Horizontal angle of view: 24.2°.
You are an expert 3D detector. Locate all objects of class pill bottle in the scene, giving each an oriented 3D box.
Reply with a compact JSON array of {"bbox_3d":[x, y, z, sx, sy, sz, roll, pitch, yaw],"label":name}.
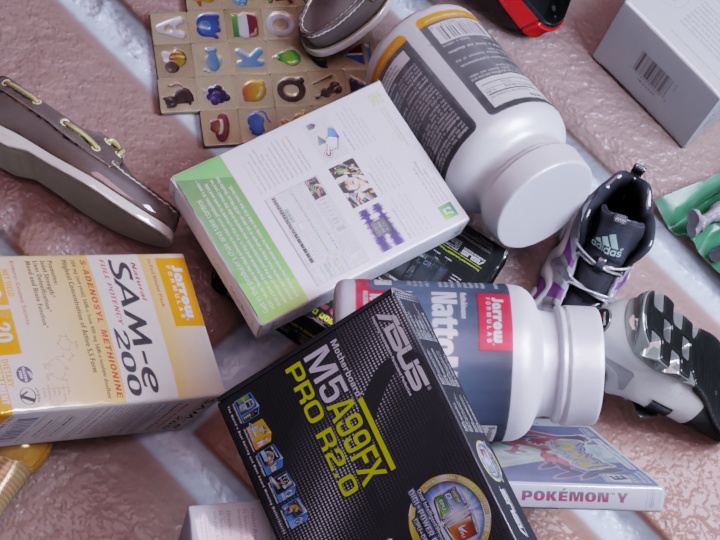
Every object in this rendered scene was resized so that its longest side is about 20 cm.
[{"bbox_3d":[0.099,-0.120,1.399,0.116,0.117,0.200,-23,56,-20],"label":"pill bottle"},{"bbox_3d":[0.078,0.068,1.264,0.199,0.120,0.120,1,66,-2],"label":"pill bottle"}]

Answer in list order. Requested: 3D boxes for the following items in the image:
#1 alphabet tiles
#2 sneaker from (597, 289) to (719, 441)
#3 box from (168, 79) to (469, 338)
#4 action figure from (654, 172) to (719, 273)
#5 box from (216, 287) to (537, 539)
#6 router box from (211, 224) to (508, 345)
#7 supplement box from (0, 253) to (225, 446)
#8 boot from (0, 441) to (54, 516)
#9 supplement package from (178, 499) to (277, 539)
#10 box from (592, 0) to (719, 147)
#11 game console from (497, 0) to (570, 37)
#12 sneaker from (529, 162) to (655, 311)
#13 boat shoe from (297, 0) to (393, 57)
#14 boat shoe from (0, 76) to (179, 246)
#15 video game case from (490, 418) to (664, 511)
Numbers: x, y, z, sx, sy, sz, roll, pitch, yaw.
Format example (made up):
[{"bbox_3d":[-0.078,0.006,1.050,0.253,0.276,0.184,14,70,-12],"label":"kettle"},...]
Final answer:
[{"bbox_3d":[-0.082,-0.186,1.477,0.199,0.006,0.167,-4,68,-14],"label":"alphabet tiles"},{"bbox_3d":[0.241,0.080,1.369,0.200,0.088,0.074,43,48,-39],"label":"sneaker"},{"bbox_3d":[-0.033,-0.052,1.343,0.199,0.036,0.145,-26,74,-21],"label":"box"},{"bbox_3d":[0.373,-0.073,1.498,0.200,0.055,0.118,-33,74,-27],"label":"action figure"},{"bbox_3d":[0.009,0.138,1.158,0.160,0.044,0.201,-32,72,19],"label":"box"},{"bbox_3d":[0.000,0.000,1.381,0.200,0.062,0.150,33,64,3],"label":"router box"},{"bbox_3d":[-0.214,0.057,1.263,0.199,0.073,0.127,-2,65,-42],"label":"supplement box"},{"bbox_3d":[-0.327,0.095,1.276,0.201,0.071,0.144,27,58,-4],"label":"boot"},{"bbox_3d":[-0.029,0.232,1.245,0.199,0.114,0.110,-3,68,-12],"label":"supplement package"},{"bbox_3d":[0.332,-0.229,1.530,0.200,0.098,0.124,-38,78,-23],"label":"box"},{"bbox_3d":[0.150,-0.332,1.520,0.177,0.031,0.201,42,57,-35],"label":"game console"},{"bbox_3d":[0.190,-0.001,1.377,0.077,0.140,0.201,21,64,-3],"label":"sneaker"},{"bbox_3d":[0.012,-0.275,1.464,0.200,0.060,0.072,-46,58,-3],"label":"boat shoe"},{"bbox_3d":[-0.229,-0.089,1.364,0.199,0.072,0.060,29,68,6],"label":"boat shoe"},{"bbox_3d":[0.113,0.143,1.278,0.181,0.200,0.023,3,99,-10],"label":"video game case"}]
